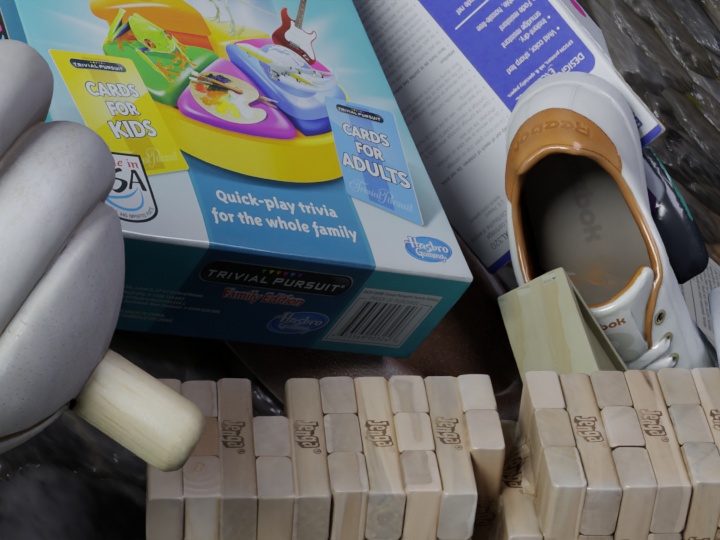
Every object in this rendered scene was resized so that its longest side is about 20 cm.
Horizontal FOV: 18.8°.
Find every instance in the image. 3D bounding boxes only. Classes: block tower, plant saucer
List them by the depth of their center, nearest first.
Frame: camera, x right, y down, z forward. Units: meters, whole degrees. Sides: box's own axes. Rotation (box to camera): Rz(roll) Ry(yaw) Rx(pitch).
[{"bbox_3d":[0.038,0.065,0.623,0.198,0.054,0.058,0,36,-6],"label":"block tower"},{"bbox_3d":[0.000,0.000,0.826,0.200,0.032,0.201,37,25,-20],"label":"plant saucer"}]

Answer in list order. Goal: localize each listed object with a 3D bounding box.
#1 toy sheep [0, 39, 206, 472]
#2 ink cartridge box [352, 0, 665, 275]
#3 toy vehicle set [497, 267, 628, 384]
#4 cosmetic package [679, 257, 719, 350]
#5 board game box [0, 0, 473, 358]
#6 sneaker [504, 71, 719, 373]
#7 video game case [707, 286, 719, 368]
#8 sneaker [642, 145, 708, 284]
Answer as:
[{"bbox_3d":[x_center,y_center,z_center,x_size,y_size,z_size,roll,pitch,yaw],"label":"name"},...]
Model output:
[{"bbox_3d":[-0.124,-0.010,0.504,0.200,0.138,0.138,37,24,-7],"label":"toy sheep"},{"bbox_3d":[0.025,-0.105,0.870,0.200,0.095,0.037,51,19,3],"label":"ink cartridge box"},{"bbox_3d":[0.115,0.107,0.771,0.200,0.026,0.125,54,14,-35],"label":"toy vehicle set"},{"bbox_3d":[0.175,0.075,0.950,0.200,0.073,0.104,40,23,-15],"label":"cosmetic package"},{"bbox_3d":[-0.062,-0.068,0.746,0.150,0.047,0.201,7,47,-37],"label":"board game box"},{"bbox_3d":[0.094,0.031,0.827,0.085,0.072,0.201,-63,134,-67],"label":"sneaker"},{"bbox_3d":[0.175,0.126,0.811,0.183,0.022,0.201,-77,147,-68],"label":"video game case"},{"bbox_3d":[0.067,-0.045,0.927,0.200,0.087,0.075,53,0,41],"label":"sneaker"}]
